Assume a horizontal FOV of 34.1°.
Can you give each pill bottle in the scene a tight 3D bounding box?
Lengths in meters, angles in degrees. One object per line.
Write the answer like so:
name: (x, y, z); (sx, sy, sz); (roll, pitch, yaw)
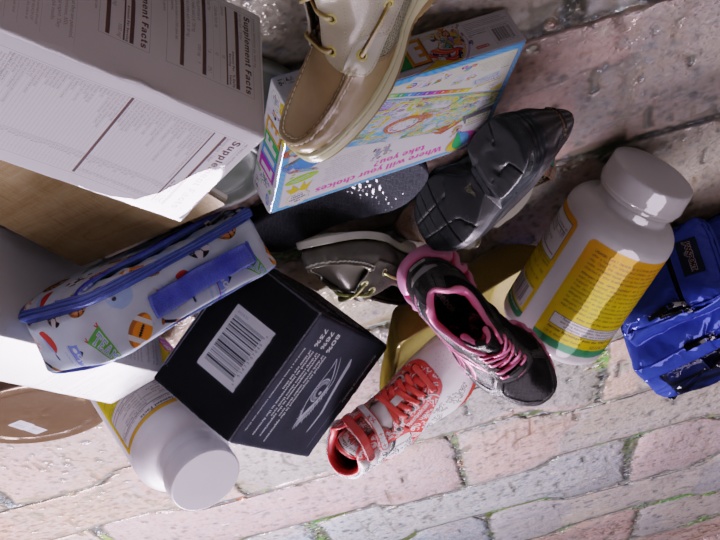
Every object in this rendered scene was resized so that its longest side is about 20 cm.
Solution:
pill bottle: (-0.198, 0.153, 1.190); (0.104, 0.200, 0.105); (-18, 128, -25)
pill bottle: (0.231, -0.016, 1.135); (0.112, 0.113, 0.200); (6, 126, -33)

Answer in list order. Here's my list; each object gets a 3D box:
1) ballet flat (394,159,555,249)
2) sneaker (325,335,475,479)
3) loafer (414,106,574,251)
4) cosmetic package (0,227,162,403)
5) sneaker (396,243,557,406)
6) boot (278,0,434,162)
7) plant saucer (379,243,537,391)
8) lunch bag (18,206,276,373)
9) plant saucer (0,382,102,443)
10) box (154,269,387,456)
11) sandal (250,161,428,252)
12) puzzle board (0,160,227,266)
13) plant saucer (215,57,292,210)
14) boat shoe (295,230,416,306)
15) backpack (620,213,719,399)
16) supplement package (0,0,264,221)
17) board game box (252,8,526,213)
ballet flat: (0.103, -0.061, 1.079); (0.068, 0.067, 0.200); (9, 146, -36)
sneaker: (0.039, 0.139, 1.178); (0.108, 0.067, 0.201); (-23, 158, -45)
loafer: (0.111, -0.074, 0.994); (0.072, 0.073, 0.200); (-23, 172, -31)
cosmetic package: (-0.281, 0.043, 1.060); (0.081, 0.113, 0.200); (-31, 147, 30)
sneaker: (0.113, 0.065, 1.077); (0.079, 0.095, 0.200); (-45, 110, 6)
boot: (-0.032, -0.177, 0.732); (0.154, 0.072, 0.200); (20, 106, -44)
plant saucer: (0.098, 0.055, 1.263); (0.200, 0.048, 0.200); (-30, 158, -19)
lunch bag: (-0.172, 0.012, 0.983); (0.160, 0.076, 0.200); (-16, -166, 48)
plant saucer: (-0.364, 0.151, 1.320); (0.199, 0.030, 0.200); (-11, 154, -5)
box: (-0.081, 0.089, 1.143); (0.148, 0.104, 0.200); (-54, 157, 0)
sandal: (-0.030, -0.071, 1.040); (0.200, 0.043, 0.076); (-20, 147, 34)
puzzle board: (-0.222, -0.065, 0.913); (0.200, 0.017, 0.151); (-19, 141, 41)
plant saucer: (-0.127, -0.093, 0.936); (0.199, 0.050, 0.200); (-11, 153, -5)
boat shoe: (0.003, 0.000, 1.100); (0.072, 0.061, 0.202); (-7, 173, 24)
backpack: (0.378, 0.027, 1.266); (0.200, 0.163, 0.168); (-24, 148, 22)
supplement package: (-0.173, -0.130, 0.749); (0.200, 0.110, 0.114); (20, 140, -33)
board game box: (0.019, -0.121, 0.906); (0.199, 0.034, 0.135); (-20, 156, -22)
